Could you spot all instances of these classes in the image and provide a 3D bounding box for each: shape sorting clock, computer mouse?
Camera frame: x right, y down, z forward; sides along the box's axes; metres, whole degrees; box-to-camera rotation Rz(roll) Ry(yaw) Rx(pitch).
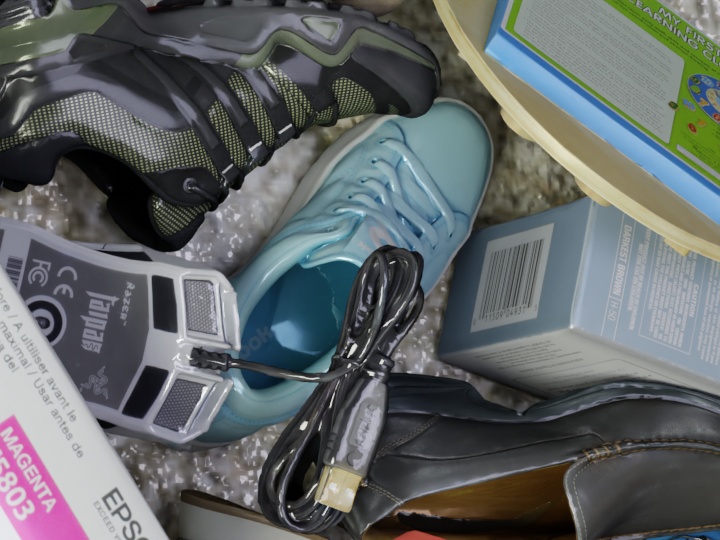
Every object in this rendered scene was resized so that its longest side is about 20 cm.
[{"bbox_3d":[0.108,-0.072,1.201,0.200,0.039,0.200,28,33,-20],"label":"shape sorting clock"},{"bbox_3d":[-0.080,0.025,1.077,0.200,0.044,0.110,14,90,14],"label":"computer mouse"}]

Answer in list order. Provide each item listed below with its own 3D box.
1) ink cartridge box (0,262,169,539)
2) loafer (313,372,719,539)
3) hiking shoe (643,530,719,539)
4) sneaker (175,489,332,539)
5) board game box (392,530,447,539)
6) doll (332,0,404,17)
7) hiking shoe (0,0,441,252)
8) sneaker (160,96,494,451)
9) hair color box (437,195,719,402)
[{"bbox_3d":[-0.150,0.070,1.000,0.075,0.165,0.200,-35,101,-27],"label":"ink cartridge box"},{"bbox_3d":[0.080,0.090,1.161,0.200,0.073,0.072,1,40,-9],"label":"loafer"},{"bbox_3d":[0.138,0.155,1.182,0.074,0.087,0.200,20,51,1],"label":"hiking shoe"},{"bbox_3d":[-0.003,0.158,1.143,0.200,0.067,0.090,25,83,-30],"label":"sneaker"},{"bbox_3d":[-0.005,0.219,1.082,0.153,0.040,0.200,-24,105,-27],"label":"board game box"},{"bbox_3d":[-0.054,-0.175,1.154,0.200,0.048,0.137,47,41,-14],"label":"doll"},{"bbox_3d":[-0.063,-0.058,1.139,0.200,0.076,0.101,1,93,-24],"label":"hiking shoe"},{"bbox_3d":[0.000,0.000,1.153,0.074,0.082,0.200,50,61,-16],"label":"sneaker"},{"bbox_3d":[0.144,0.034,1.226,0.200,0.099,0.061,21,71,-28],"label":"hair color box"}]
